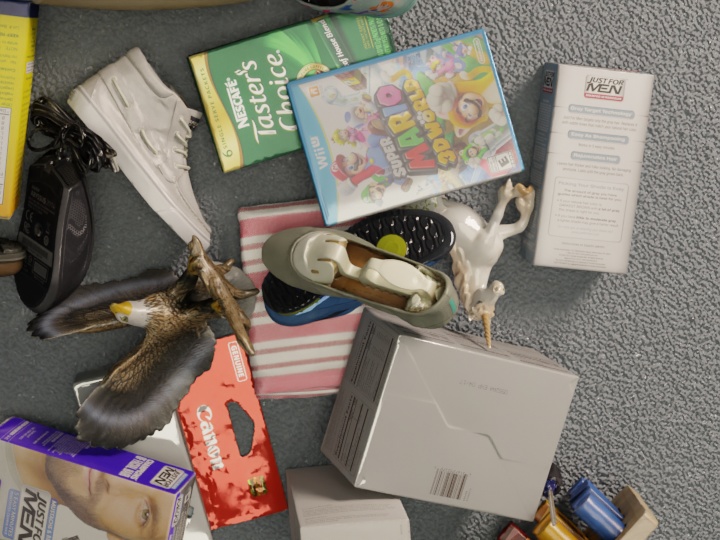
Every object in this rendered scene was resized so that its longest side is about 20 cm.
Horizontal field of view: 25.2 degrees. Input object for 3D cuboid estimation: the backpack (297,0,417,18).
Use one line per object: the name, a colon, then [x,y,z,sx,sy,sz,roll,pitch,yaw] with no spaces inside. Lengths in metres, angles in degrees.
backpack: [0.007,-0.334,1.484,0.150,0.177,0.201,5,101,-38]

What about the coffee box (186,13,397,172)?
coffee box: [-0.058,-0.180,1.570,0.199,0.044,0.124,-16,101,-4]

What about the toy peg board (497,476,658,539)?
toy peg board: [0.186,0.279,1.607,0.098,0.200,0.199,42,93,3]

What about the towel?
towel: [-0.044,0.026,1.617,0.146,0.030,0.201,-5,98,-5]

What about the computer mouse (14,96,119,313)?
computer mouse: [-0.280,-0.054,1.538,0.053,0.138,0.201,-2,115,-41]

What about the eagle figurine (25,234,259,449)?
eagle figurine: [-0.204,0.055,1.540,0.200,0.152,0.151,-36,121,24]

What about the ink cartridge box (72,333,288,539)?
ink cartridge box: [-0.178,0.180,1.617,0.173,0.044,0.201,-15,101,-3]

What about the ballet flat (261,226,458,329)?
ballet flat: [-0.002,-0.004,1.497,0.199,0.064,0.068,19,72,14]

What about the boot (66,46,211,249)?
boot: [-0.185,-0.117,1.552,0.095,0.074,0.200,-39,106,-4]

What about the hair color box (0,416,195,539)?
hair color box: [-0.270,0.227,1.567,0.199,0.065,0.110,15,107,9]

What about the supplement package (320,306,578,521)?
supplement package: [0.086,0.143,1.587,0.199,0.111,0.156,14,98,-21]

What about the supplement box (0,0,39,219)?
supplement box: [-0.367,-0.158,1.504,0.108,0.110,0.201,7,98,-8]

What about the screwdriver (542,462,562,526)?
screwdriver: [0.184,0.222,1.589,0.029,0.200,0.028,16,99,7]

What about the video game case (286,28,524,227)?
video game case: [0.043,-0.137,1.542,0.199,0.018,0.144,-16,89,-4]

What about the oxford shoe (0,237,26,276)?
oxford shoe: [-0.412,0.015,1.550,0.199,0.073,0.085,-11,103,7]

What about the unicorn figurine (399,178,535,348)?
unicorn figurine: [0.107,-0.042,1.592,0.200,0.074,0.138,42,106,18]

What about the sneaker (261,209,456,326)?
sneaker: [0.000,0.000,1.570,0.199,0.078,0.066,-23,68,2]

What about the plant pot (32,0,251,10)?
plant pot: [-0.183,-0.316,1.477,0.199,0.187,0.188,10,98,-22]

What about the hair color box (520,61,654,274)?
hair color box: [0.225,-0.103,1.609,0.098,0.061,0.201,5,99,-8]

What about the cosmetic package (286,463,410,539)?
cosmetic package: [-0.013,0.253,1.568,0.107,0.200,0.085,-4,98,-4]
